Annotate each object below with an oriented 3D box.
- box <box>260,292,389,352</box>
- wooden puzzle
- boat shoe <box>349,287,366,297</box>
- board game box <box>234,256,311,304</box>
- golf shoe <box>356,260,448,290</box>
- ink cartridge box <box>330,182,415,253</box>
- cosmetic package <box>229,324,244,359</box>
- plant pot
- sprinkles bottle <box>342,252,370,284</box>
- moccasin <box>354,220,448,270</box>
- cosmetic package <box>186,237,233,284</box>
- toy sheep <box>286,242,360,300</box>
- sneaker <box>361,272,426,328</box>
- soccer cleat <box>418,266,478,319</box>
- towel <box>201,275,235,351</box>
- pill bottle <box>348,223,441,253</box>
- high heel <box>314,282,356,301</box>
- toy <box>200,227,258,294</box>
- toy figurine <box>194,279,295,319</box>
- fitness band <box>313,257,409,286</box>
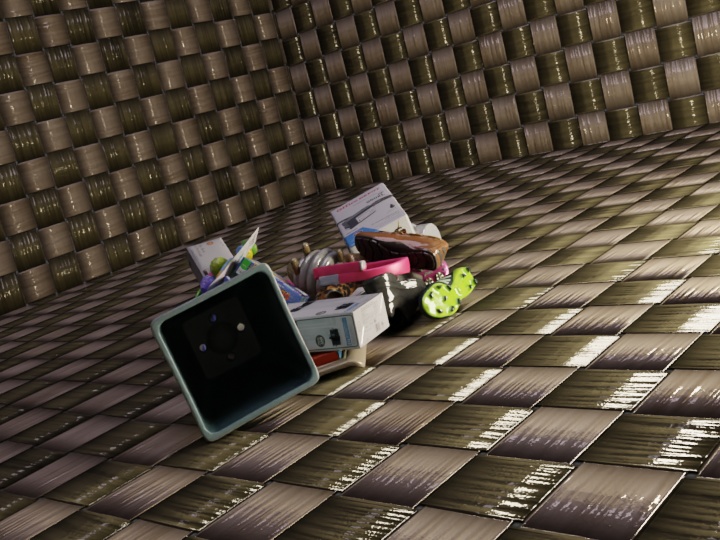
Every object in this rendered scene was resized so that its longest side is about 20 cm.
[{"bbox_3d":[-0.064,0.091,1.530,0.196,0.062,0.116,-8,12,31],"label":"box"},{"bbox_3d":[-0.088,0.149,1.543,0.195,0.038,0.185,-15,11,4],"label":"wooden puzzle"},{"bbox_3d":[0.005,0.079,1.684,0.062,0.073,0.200,9,10,17],"label":"boat shoe"},{"bbox_3d":[-0.164,0.029,1.740,0.035,0.134,0.200,-56,-3,-1],"label":"board game box"},{"bbox_3d":[0.085,0.036,1.826,0.196,0.077,0.092,-17,-12,3],"label":"golf shoe"},{"bbox_3d":[0.028,-0.093,1.988,0.142,0.085,0.201,-28,29,-1],"label":"ink cartridge box"},{"bbox_3d":[-0.208,0.106,1.682,0.086,0.106,0.199,-20,5,-19],"label":"cosmetic package"},{"bbox_3d":[-0.206,0.116,1.416,0.193,0.200,0.200,-27,9,-13],"label":"plant pot"},{"bbox_3d":[0.063,-0.005,1.883,0.195,0.070,0.068,-2,5,-23],"label":"sprinkles bottle"},{"bbox_3d":[0.078,-0.051,1.790,0.198,0.075,0.078,3,35,33],"label":"moccasin"},{"bbox_3d":[-0.287,0.009,1.852,0.081,0.052,0.200,-16,37,-21],"label":"cosmetic package"},{"bbox_3d":[-0.074,0.015,1.944,0.196,0.141,0.137,14,25,30],"label":"toy sheep"},{"bbox_3d":[0.070,0.062,1.673,0.075,0.093,0.198,-25,-17,29],"label":"sneaker"},{"bbox_3d":[0.149,0.050,1.670,0.080,0.069,0.199,-29,0,35],"label":"soccer cleat"},{"bbox_3d":[-0.252,0.114,1.585,0.023,0.205,0.145,17,1,-15],"label":"towel"},{"bbox_3d":[0.081,-0.046,2.072,0.196,0.116,0.113,-8,13,31],"label":"pill bottle"},{"bbox_3d":[-0.043,0.078,1.729,0.199,0.072,0.141,-40,19,-33],"label":"high heel"},{"bbox_3d":[-0.261,0.005,1.705,0.047,0.116,0.201,29,42,8],"label":"toy"},{"bbox_3d":[-0.218,0.066,1.889,0.180,0.154,0.199,1,8,28],"label":"toy figurine"},{"bbox_3d":[0.000,0.000,1.729,0.197,0.038,0.142,-7,1,36],"label":"fitness band"}]
